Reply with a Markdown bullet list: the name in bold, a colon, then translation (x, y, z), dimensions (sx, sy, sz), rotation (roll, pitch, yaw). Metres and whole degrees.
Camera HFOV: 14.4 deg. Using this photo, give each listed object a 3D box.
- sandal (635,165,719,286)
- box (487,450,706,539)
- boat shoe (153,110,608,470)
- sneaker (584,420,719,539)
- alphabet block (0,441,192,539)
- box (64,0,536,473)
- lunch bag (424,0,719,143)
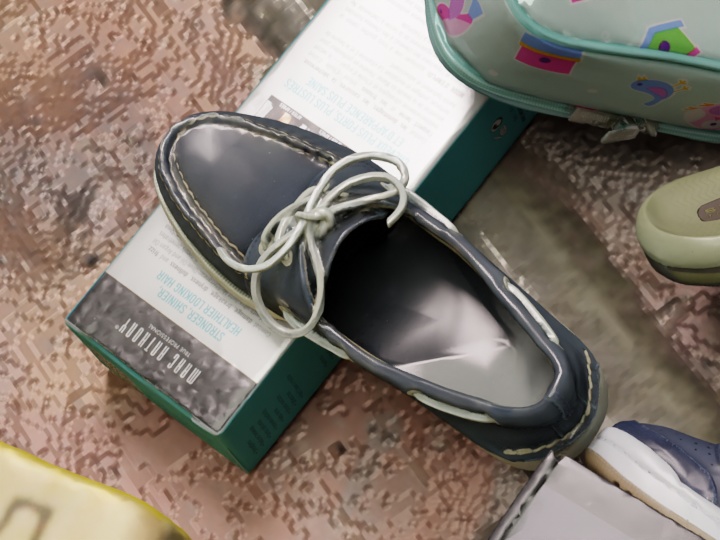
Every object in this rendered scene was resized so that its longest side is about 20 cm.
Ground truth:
- **sandal**: translation (0.188, -0.055, 0.994), dimensions (0.200, 0.057, 0.080), rotation (-23, 21, -1)
- **box**: translation (0.089, 0.191, 0.912), dimensions (0.200, 0.050, 0.199), rotation (32, 76, 23)
- **boat shoe**: translation (0.000, 0.000, 1.015), dimensions (0.200, 0.062, 0.075), rotation (41, 86, 22)
- **sneaker**: translation (0.184, 0.079, 0.980), dimensions (0.200, 0.070, 0.109), rotation (30, 83, 17)
- **alphabet block**: translation (-0.162, 0.164, 0.973), dimensions (0.196, 0.195, 0.200), rotation (21, 76, 20)
- **box**: translation (-0.016, -0.028, 1.091), dimensions (0.082, 0.049, 0.200), rotation (35, 80, 25)
- **lunch bag**: translation (0.105, -0.145, 1.063), dimensions (0.160, 0.077, 0.201), rotation (10, 67, -25)
